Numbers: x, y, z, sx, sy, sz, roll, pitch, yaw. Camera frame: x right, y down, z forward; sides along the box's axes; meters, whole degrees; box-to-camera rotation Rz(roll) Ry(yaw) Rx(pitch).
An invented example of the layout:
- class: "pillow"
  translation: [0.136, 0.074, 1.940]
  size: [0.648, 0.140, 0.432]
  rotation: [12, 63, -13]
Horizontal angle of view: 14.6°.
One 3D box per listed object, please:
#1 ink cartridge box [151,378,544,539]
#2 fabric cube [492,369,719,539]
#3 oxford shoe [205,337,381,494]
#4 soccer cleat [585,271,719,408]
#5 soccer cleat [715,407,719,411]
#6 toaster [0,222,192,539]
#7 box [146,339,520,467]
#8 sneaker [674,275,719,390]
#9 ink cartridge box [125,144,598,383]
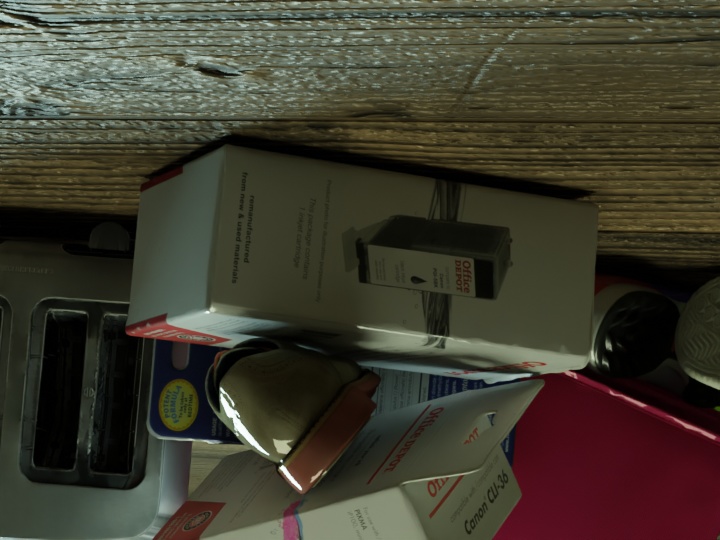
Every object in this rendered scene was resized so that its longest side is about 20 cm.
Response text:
- class: "ink cartridge box"
  translation: [0.003, 0.125, 1.433]
  size: [0.200, 0.068, 0.116]
  rotation: [-17, -165, 28]
- class: "fabric cube"
  translation: [0.101, 0.148, 1.638]
  size: [0.196, 0.200, 0.200]
  rotation: [23, -176, 5]
- class: "oxford shoe"
  translation: [-0.037, 0.058, 1.383]
  size: [0.075, 0.070, 0.200]
  rotation: [39, 176, -3]
- class: "soccer cleat"
  translation: [0.165, 0.034, 1.624]
  size: [0.073, 0.068, 0.200]
  rotation: [26, -173, 35]
- class: "soccer cleat"
  translation: [0.174, 0.081, 1.872]
  size: [0.199, 0.068, 0.081]
  rotation: [8, -177, -20]
- class: "toaster"
  translation: [-0.187, 0.072, 1.583]
  size: [0.180, 0.201, 0.119]
  rotation: [5, 175, 4]
- class: "box"
  translation: [-0.012, 0.039, 1.523]
  size: [0.199, 0.122, 0.032]
  rotation: [5, -179, -2]
- class: "sneaker"
  translation: [0.273, 0.040, 1.520]
  size: [0.111, 0.077, 0.200]
  rotation: [25, 154, -38]
- class: "ink cartridge box"
  translation: [0.000, 0.000, 1.399]
  size: [0.199, 0.083, 0.147]
  rotation: [8, 171, -21]
